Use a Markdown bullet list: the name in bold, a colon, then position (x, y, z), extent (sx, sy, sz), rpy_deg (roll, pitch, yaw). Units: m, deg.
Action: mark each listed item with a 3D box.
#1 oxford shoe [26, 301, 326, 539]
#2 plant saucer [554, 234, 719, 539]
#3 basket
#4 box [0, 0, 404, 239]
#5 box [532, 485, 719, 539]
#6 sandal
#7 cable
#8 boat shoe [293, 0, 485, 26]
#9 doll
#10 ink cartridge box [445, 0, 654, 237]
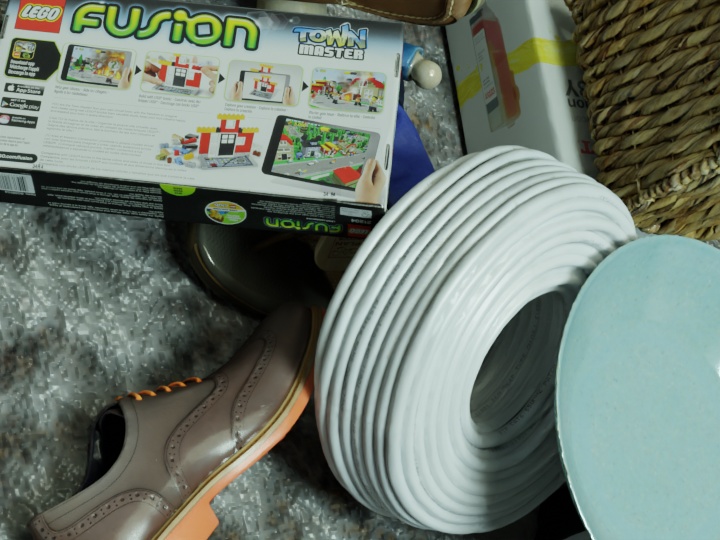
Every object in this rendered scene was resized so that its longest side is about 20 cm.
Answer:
- **oxford shoe**: position (-0.081, 0.073, 0.932), extent (0.073, 0.071, 0.200), rpy_deg (42, 50, -7)
- **plant saucer**: position (0.158, 0.084, 0.978), extent (0.200, 0.039, 0.202), rpy_deg (14, 68, -37)
- **basket**: position (0.228, -0.115, 1.055), extent (0.142, 0.200, 0.150), rpy_deg (6, 68, -34)
- **box**: position (-0.081, -0.078, 0.958), extent (0.199, 0.035, 0.110), rpy_deg (6, 60, 2)
- **box**: position (0.184, 0.215, 1.041), extent (0.200, 0.104, 0.148), rpy_deg (36, 51, -19)
- **sandal**: position (0.000, 0.000, 1.036), extent (0.200, 0.055, 0.082), rpy_deg (26, 55, -24)
- **cable**: position (0.062, 0.039, 0.978), extent (0.069, 0.201, 0.200), rpy_deg (29, 34, 35)
- **boat shoe**: position (-0.027, -0.169, 1.040), extent (0.200, 0.072, 0.068), rpy_deg (25, 45, 30)
- **doll**: position (-0.019, -0.089, 1.032), extent (0.136, 0.049, 0.200), rpy_deg (-4, 49, -17)
- **ink cartridge box**: position (0.135, -0.123, 1.179), extent (0.145, 0.083, 0.201), rpy_deg (5, 66, -35)
